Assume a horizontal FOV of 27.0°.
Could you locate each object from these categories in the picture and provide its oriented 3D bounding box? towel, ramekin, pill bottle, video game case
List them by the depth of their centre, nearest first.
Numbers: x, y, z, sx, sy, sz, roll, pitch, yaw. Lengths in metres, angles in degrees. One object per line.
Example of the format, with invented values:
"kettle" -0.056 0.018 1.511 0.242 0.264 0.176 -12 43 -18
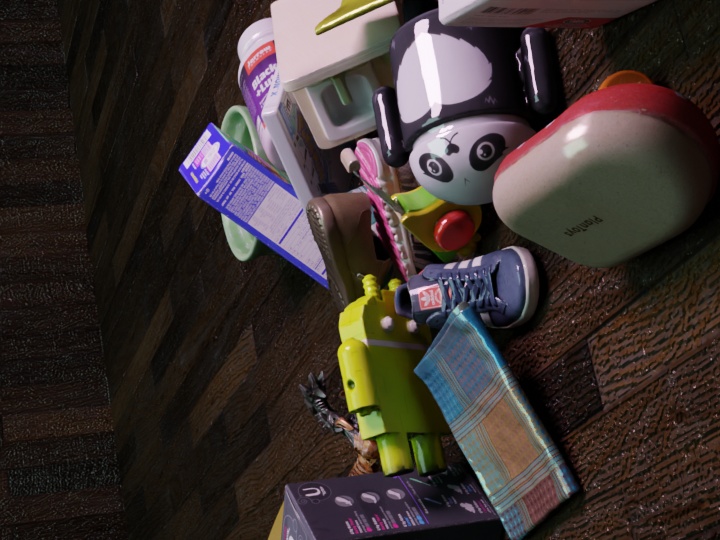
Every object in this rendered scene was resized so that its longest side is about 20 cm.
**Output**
"towel" 0.053 -0.263 1.345 0.198 0.086 0.018 -20 103 28
"towel" 0.121 0.142 1.392 0.201 0.021 0.147 61 153 18
"video game case" -0.048 -0.145 1.655 0.183 0.022 0.201 -78 -29 -49
"pill bottle" -0.089 -0.221 1.851 0.201 0.110 0.112 -114 28 -43
"ramekin" -0.116 -0.116 1.966 0.200 0.096 0.203 176 90 -70

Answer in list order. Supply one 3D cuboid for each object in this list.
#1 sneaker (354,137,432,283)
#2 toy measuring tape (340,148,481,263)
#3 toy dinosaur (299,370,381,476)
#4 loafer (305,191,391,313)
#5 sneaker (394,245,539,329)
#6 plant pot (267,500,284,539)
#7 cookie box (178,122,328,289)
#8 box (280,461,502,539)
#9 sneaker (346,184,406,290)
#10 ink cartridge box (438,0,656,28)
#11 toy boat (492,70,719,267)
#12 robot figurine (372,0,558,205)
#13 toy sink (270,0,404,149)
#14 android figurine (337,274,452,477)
"sneaker" 0.060 -0.063 1.536 0.074 0.087 0.202 53 165 52
"toy measuring tape" 0.061 -0.073 1.421 0.073 0.200 0.074 -21 50 27
"toy dinosaur" 0.004 0.171 1.707 0.136 0.101 0.201 45 119 31
"loafer" 0.000 0.000 1.552 0.201 0.067 0.076 74 170 -45
"sneaker" 0.095 0.023 1.422 0.200 0.083 0.076 156 110 -65
"plant pot" -0.014 0.346 1.658 0.200 0.197 0.179 156 120 -69
"cookie box" -0.106 -0.077 1.773 0.076 0.199 0.171 -53 20 3
"box" 0.027 0.278 1.497 0.106 0.197 0.124 -129 40 -56
"sneaker" 0.011 -0.004 1.643 0.070 0.092 0.202 -129 40 -58
"ink cartridge box" 0.159 -0.241 1.113 0.200 0.145 0.084 170 98 -69
"toy boat" 0.191 -0.092 1.130 0.132 0.129 0.200 -69 13 -20
"robot figurine" 0.091 -0.159 1.345 0.150 0.123 0.203 136 128 -64
"toy sink" -0.007 -0.207 1.506 0.201 0.129 0.113 -102 -12 -58
"android figurine" 0.038 0.103 1.493 0.041 0.181 0.203 -20 71 33
